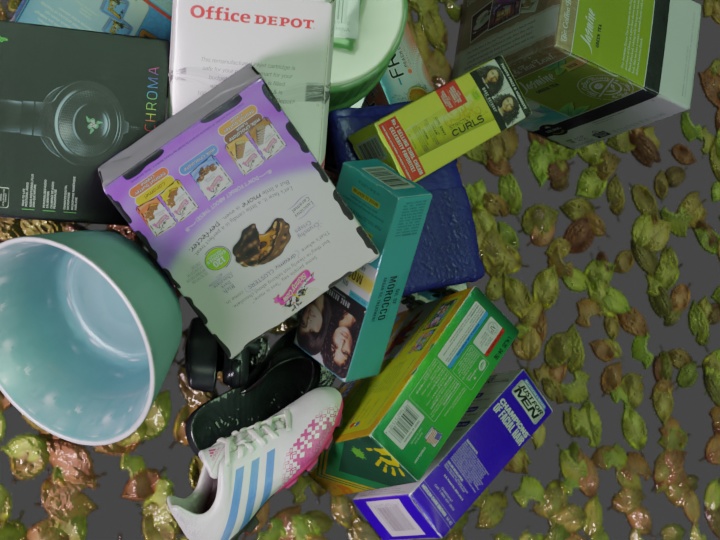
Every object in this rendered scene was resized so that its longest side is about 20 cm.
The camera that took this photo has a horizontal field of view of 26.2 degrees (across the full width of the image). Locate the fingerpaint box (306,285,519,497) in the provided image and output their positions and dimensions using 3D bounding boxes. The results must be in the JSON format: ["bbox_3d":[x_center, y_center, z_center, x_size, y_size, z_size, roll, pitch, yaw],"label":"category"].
[{"bbox_3d":[0.044,0.124,1.543,0.073,0.167,0.200,45,59,-14],"label":"fingerpaint box"}]

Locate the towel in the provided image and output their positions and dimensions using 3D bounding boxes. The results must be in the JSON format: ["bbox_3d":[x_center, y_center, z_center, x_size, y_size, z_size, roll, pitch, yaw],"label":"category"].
[{"bbox_3d":[0.043,-0.073,1.575,0.147,0.050,0.201,-10,82,-35],"label":"towel"}]

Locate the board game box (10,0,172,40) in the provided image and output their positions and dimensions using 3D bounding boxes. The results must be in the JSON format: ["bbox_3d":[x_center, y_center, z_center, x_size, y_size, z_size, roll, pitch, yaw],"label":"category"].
[{"bbox_3d":[-0.259,-0.227,1.499,0.151,0.037,0.200,34,64,-23],"label":"board game box"}]

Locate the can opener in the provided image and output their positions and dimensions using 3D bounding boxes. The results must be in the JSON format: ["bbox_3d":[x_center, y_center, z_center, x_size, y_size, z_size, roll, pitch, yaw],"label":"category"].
[{"bbox_3d":[-0.124,0.022,1.513,0.078,0.063,0.201,10,71,-13],"label":"can opener"}]

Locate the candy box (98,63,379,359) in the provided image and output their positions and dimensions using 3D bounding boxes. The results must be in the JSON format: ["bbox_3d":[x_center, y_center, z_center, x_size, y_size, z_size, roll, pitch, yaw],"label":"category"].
[{"bbox_3d":[-0.107,-0.052,1.376,0.168,0.072,0.200,-34,113,-1],"label":"candy box"}]

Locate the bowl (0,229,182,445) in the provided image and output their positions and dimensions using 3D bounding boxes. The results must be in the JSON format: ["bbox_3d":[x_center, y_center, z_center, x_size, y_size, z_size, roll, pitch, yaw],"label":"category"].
[{"bbox_3d":[-0.239,0.043,1.382,0.201,0.200,0.105,59,38,-8],"label":"bowl"}]

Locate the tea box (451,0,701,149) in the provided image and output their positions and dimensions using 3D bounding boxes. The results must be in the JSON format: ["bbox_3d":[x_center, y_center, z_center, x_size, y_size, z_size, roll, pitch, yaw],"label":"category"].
[{"bbox_3d":[0.237,-0.245,1.723,0.196,0.200,0.134,20,70,-27],"label":"tea box"}]

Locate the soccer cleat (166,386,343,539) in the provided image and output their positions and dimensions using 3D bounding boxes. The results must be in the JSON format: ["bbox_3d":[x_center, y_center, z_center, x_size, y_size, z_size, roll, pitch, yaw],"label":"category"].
[{"bbox_3d":[-0.100,0.177,1.469,0.200,0.070,0.086,-49,115,-9],"label":"soccer cleat"}]

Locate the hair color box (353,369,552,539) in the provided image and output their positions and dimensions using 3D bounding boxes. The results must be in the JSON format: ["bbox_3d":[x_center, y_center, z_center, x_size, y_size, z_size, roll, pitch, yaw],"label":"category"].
[{"bbox_3d":[0.097,0.191,1.598,0.200,0.109,0.065,-45,105,-30],"label":"hair color box"}]

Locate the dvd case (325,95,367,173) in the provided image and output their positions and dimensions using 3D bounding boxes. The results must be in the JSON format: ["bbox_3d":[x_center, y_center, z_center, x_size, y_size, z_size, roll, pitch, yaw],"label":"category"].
[{"bbox_3d":[-0.057,-0.221,1.589,0.150,0.025,0.201,22,82,-12],"label":"dvd case"}]

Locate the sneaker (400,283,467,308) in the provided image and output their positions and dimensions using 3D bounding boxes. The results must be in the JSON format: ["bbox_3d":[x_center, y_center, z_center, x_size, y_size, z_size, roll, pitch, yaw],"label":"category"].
[{"bbox_3d":[0.025,-0.023,1.632,0.200,0.078,0.090,24,50,-31],"label":"sneaker"}]

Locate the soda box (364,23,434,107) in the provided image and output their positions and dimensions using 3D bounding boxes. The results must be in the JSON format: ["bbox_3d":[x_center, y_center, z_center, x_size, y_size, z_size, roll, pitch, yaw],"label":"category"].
[{"bbox_3d":[0.016,-0.236,1.661,0.068,0.064,0.201,-24,93,-33],"label":"soda box"}]

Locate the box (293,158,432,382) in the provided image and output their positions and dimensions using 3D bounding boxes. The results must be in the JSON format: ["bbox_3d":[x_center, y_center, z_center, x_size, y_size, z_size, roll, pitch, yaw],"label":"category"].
[{"bbox_3d":[0.000,0.000,1.488,0.049,0.082,0.201,-9,124,-45],"label":"box"}]

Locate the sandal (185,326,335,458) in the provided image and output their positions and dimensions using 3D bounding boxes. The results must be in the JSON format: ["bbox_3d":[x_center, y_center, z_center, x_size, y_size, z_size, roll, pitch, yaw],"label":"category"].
[{"bbox_3d":[-0.084,0.122,1.532,0.200,0.048,0.075,-39,102,-32],"label":"sandal"}]

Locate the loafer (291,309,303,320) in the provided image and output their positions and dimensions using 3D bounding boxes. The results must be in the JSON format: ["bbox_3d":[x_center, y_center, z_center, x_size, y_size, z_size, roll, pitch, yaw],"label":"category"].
[{"bbox_3d":[-0.075,-0.051,1.551,0.072,0.063,0.201,-11,100,-40],"label":"loafer"}]

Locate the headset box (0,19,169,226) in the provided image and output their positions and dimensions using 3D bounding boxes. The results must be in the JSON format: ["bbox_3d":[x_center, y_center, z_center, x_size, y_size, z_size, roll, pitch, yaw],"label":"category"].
[{"bbox_3d":[-0.285,-0.133,1.398,0.199,0.093,0.175,4,92,-24],"label":"headset box"}]

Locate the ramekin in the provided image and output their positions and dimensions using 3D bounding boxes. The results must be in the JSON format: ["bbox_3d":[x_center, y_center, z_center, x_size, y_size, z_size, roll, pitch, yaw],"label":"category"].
[{"bbox_3d":[-0.049,-0.257,1.530,0.199,0.098,0.201,1,87,-14],"label":"ramekin"}]

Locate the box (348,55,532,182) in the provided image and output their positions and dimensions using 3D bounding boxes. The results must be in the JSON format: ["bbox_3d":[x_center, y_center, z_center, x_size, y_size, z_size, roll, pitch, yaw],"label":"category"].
[{"bbox_3d":[0.083,-0.147,1.563,0.200,0.050,0.075,-30,95,-37],"label":"box"}]

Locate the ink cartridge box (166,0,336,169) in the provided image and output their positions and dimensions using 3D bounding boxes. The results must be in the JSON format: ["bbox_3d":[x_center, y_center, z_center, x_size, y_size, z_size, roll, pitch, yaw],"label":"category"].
[{"bbox_3d":[-0.101,-0.166,1.434,0.146,0.083,0.201,6,110,1],"label":"ink cartridge box"}]
